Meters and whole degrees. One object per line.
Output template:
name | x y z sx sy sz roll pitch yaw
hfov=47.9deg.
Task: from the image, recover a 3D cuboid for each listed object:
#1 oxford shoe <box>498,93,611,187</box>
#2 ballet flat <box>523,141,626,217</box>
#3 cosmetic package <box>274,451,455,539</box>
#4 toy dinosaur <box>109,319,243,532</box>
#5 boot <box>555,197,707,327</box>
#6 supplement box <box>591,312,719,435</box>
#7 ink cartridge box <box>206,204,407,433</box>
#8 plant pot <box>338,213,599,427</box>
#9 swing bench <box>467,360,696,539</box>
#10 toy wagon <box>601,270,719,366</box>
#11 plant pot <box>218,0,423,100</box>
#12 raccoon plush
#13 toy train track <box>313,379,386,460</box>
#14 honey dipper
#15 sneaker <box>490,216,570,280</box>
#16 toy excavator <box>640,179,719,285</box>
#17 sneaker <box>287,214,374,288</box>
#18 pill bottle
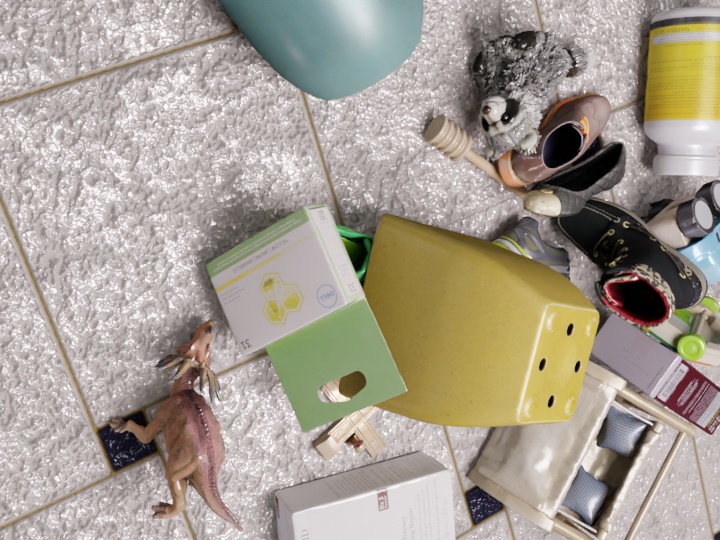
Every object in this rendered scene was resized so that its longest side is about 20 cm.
oxford shoe | 0.254 -0.160 0.976 0.199 0.072 0.072 -39 108 -29
ballet flat | 0.258 -0.110 0.980 0.199 0.066 0.058 -28 134 -41
cosmetic package | 0.007 0.288 0.936 0.197 0.074 0.103 -11 101 -24
toy dinosaur | -0.165 0.157 0.801 0.085 0.201 0.136 2 139 -48
boot | 0.297 -0.015 0.942 0.153 0.203 0.074 -17 139 -54
supplement box | 0.386 0.134 1.033 0.199 0.109 0.061 30 98 -43
ink cartridge box | -0.057 0.055 0.811 0.048 0.144 0.203 -14 80 -60
plant pot | 0.128 0.068 0.845 0.193 0.198 0.199 10 95 -48
swing bench | 0.275 0.227 1.018 0.199 0.129 0.201 31 86 -25
toy wagon | 0.384 0.040 1.044 0.155 0.199 0.040 -29 152 -56
plant pot | -0.030 -0.267 0.785 0.200 0.200 0.162 -41 123 -14
raccoon plush | 0.215 -0.197 0.939 0.197 0.096 0.136 -6 88 -23
toy train track | 0.029 0.147 0.949 0.200 0.032 0.115 -42 111 -15
honey dipper | 0.161 -0.118 0.971 0.199 0.038 0.038 31 84 -26
sneaker | 0.238 0.018 1.007 0.081 0.074 0.200 -48 115 -16
toy excavator | 0.465 -0.013 1.064 0.193 0.099 0.202 -31 95 -39
sneaker | 0.000 0.000 0.886 0.198 0.083 0.075 21 89 -30
pill bottle | 0.421 -0.223 1.032 0.110 0.112 0.204 -1 98 -24
